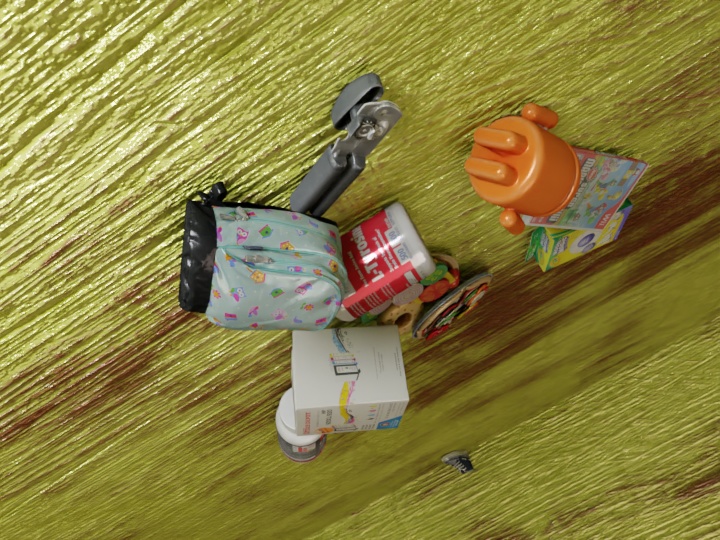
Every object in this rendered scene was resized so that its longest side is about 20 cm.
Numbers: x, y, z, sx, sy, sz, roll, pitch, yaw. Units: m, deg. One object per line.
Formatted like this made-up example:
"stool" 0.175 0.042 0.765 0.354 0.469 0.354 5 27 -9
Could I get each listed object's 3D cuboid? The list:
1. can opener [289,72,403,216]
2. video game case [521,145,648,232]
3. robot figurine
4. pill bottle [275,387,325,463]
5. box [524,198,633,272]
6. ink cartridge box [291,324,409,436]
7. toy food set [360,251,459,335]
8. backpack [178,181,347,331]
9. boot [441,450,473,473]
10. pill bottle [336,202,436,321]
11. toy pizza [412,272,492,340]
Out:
"can opener" -0.025 -0.138 0.635 0.052 0.068 0.200 -2 155 -35
"video game case" 0.379 -0.132 0.933 0.196 0.018 0.145 1 130 -30
"robot figurine" 0.224 -0.135 0.754 0.197 0.147 0.116 7 154 -44
"pill bottle" -0.128 0.336 1.211 0.113 0.117 0.202 -16 149 -15
"box" 0.415 -0.071 1.072 0.196 0.049 0.118 -22 149 -4
"ink cartridge box" -0.027 0.202 1.009 0.195 0.147 0.148 -2 147 -8
"toy food set" 0.090 0.040 0.990 0.198 0.049 0.197 -35 149 15
"backpack" -0.114 -0.002 0.667 0.195 0.129 0.168 5 146 -20
"boot" 0.445 0.871 2.504 0.198 0.092 0.073 12 134 -47
"pill bottle" 0.000 0.000 0.793 0.198 0.114 0.112 -31 150 8
"toy pizza" 0.185 0.078 1.087 0.198 0.032 0.201 -33 162 -12
